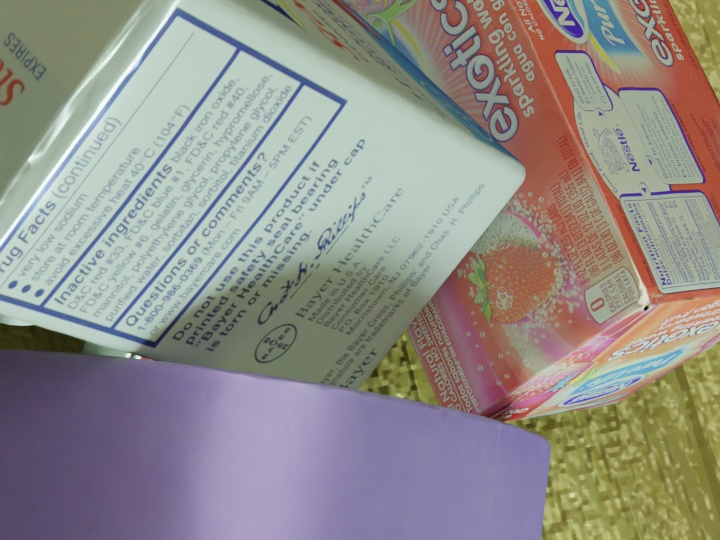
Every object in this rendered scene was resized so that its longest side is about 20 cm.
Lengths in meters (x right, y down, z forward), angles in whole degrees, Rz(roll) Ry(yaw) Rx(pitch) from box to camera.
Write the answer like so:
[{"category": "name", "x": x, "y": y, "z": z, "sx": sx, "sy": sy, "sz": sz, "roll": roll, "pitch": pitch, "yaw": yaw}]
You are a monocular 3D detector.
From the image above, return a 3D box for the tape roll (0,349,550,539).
[{"category": "tape roll", "x": -0.043, "y": 0.083, "z": 0.700, "sx": 0.199, "sy": 0.200, "sz": 0.086, "roll": 10, "pitch": 80, "yaw": -13}]

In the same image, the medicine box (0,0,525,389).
[{"category": "medicine box", "x": -0.078, "y": -0.066, "z": 0.664, "sx": 0.103, "sy": 0.200, "sz": 0.182, "roll": -51, "pitch": 59, "yaw": 10}]

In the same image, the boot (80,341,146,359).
[{"category": "boot", "x": 0.000, "y": 0.000, "z": 0.820, "sx": 0.144, "sy": 0.072, "sz": 0.200, "roll": 40, "pitch": 62, "yaw": -2}]

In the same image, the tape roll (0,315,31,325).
[{"category": "tape roll", "x": -0.173, "y": -0.057, "z": 0.721, "sx": 0.202, "sy": 0.203, "sz": 0.037, "roll": 37, "pitch": 96, "yaw": -2}]

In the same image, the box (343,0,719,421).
[{"category": "box", "x": 0.051, "y": -0.057, "z": 0.762, "sx": 0.102, "sy": 0.095, "sz": 0.201, "roll": -5, "pitch": 66, "yaw": -50}]
